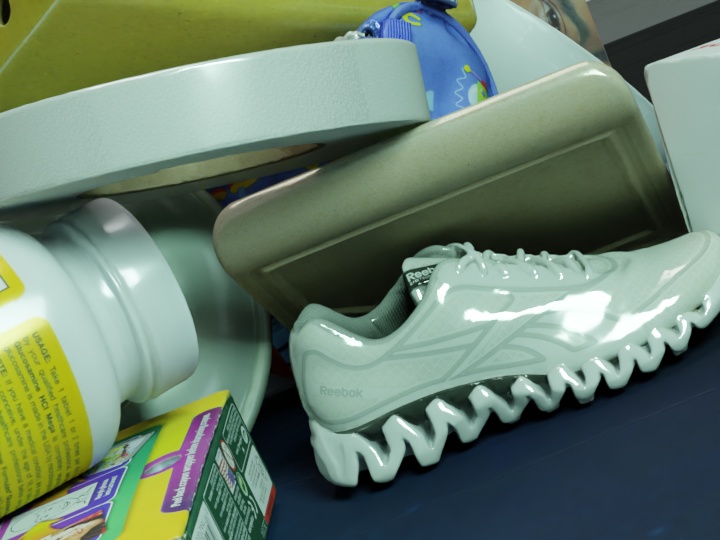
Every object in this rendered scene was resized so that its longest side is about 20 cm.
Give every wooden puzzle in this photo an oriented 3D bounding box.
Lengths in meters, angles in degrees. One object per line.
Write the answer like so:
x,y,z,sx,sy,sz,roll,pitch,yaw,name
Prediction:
0.045,-0.019,1.240,0.184,0.037,0.200,-22,-25,8,wooden puzzle

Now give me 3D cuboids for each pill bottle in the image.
-0.171,0.051,1.147,0.200,0.113,0.112,-28,13,-22,pill bottle

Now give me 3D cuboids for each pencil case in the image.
-0.024,-0.050,1.317,0.200,0.087,0.078,-33,29,35,pencil case

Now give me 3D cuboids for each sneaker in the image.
0.064,0.021,1.195,0.199,0.081,0.075,-22,10,-2,sneaker

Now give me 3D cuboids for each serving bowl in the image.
0.065,-0.090,1.481,0.066,0.200,0.200,-59,17,-4,serving bowl

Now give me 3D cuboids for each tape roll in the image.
-0.071,-0.057,1.178,0.202,0.037,0.203,-11,-2,0,tape roll

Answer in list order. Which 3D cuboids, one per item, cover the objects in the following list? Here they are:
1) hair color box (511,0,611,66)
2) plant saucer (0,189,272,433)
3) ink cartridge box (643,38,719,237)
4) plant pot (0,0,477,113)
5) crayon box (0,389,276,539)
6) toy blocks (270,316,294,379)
0.048,-0.097,1.654,0.200,0.111,0.064,-29,14,-23,hair color box
-0.140,0.029,1.267,0.199,0.201,0.050,-24,-18,-3,plant saucer
0.245,-0.081,1.215,0.199,0.085,0.146,-21,9,-32,ink cartridge box
-0.100,-0.152,1.364,0.199,0.196,0.194,-4,-26,-38,plant pot
-0.129,0.129,1.140,0.172,0.058,0.200,-23,12,8,crayon box
0.000,0.000,1.408,0.137,0.100,0.200,-36,18,-1,toy blocks
